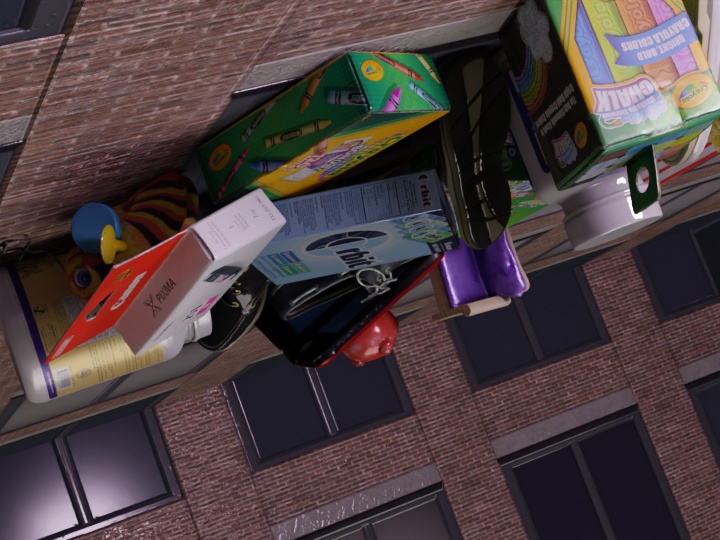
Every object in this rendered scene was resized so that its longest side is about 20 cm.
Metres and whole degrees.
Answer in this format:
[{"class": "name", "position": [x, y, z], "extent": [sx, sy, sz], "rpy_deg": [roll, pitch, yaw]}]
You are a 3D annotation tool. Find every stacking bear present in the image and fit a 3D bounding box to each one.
[{"class": "stacking bear", "position": [-0.013, 0.018, 1.696], "extent": [0.121, 0.200, 0.114], "rpy_deg": [-27, 170, 39]}]

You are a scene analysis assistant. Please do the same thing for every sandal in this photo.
[{"class": "sandal", "position": [0.099, -0.111, 1.283], "extent": [0.080, 0.201, 0.057], "rpy_deg": [-27, -142, -29]}]

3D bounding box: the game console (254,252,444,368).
[{"class": "game console", "position": [-0.031, 0.004, 1.547], "extent": [0.200, 0.119, 0.172], "rpy_deg": [-42, -170, -14]}]

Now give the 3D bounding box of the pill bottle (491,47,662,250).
[{"class": "pill bottle", "position": [0.208, -0.127, 1.284], "extent": [0.119, 0.200, 0.120], "rpy_deg": [-20, 173, -3]}]

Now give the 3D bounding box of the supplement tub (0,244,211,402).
[{"class": "supplement tub", "position": [-0.268, 0.040, 1.394], "extent": [0.200, 0.146, 0.145], "rpy_deg": [-19, 172, -17]}]

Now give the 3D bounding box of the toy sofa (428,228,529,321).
[{"class": "toy sofa", "position": [0.119, -0.046, 1.617], "extent": [0.097, 0.200, 0.083], "rpy_deg": [-19, 175, 44]}]

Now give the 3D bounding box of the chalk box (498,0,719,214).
[{"class": "chalk box", "position": [0.222, -0.151, 1.163], "extent": [0.124, 0.200, 0.125], "rpy_deg": [-19, 172, -13]}]

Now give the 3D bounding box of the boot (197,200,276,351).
[{"class": "boot", "position": [-0.148, 0.009, 1.466], "extent": [0.204, 0.073, 0.154], "rpy_deg": [-59, 168, 16]}]

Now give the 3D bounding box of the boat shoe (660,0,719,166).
[{"class": "boat shoe", "position": [0.308, -0.190, 1.214], "extent": [0.068, 0.200, 0.075], "rpy_deg": [-15, -147, -26]}]

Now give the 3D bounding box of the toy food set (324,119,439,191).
[{"class": "toy food set", "position": [0.034, -0.104, 1.481], "extent": [0.143, 0.061, 0.200], "rpy_deg": [-21, 168, -3]}]

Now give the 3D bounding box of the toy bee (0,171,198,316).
[{"class": "toy bee", "position": [-0.235, -0.009, 1.288], "extent": [0.200, 0.109, 0.131], "rpy_deg": [-25, 173, 30]}]

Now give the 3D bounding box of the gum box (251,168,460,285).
[{"class": "gum box", "position": [-0.010, -0.040, 1.334], "extent": [0.200, 0.045, 0.170], "rpy_deg": [-11, 166, 8]}]

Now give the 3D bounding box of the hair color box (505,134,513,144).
[{"class": "hair color box", "position": [0.153, -0.121, 1.697], "extent": [0.200, 0.061, 0.101], "rpy_deg": [-26, 171, 40]}]

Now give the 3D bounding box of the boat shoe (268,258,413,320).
[{"class": "boat shoe", "position": [0.000, 0.000, 1.450], "extent": [0.200, 0.062, 0.075], "rpy_deg": [-16, 163, -1]}]

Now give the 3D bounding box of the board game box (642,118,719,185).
[{"class": "board game box", "position": [0.312, -0.178, 1.379], "extent": [0.046, 0.152, 0.200], "rpy_deg": [-43, -176, -31]}]

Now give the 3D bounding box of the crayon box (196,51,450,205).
[{"class": "crayon box", "position": [-0.035, -0.124, 1.195], "extent": [0.200, 0.058, 0.119], "rpy_deg": [-27, 170, 38]}]

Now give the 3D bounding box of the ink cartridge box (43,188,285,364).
[{"class": "ink cartridge box", "position": [-0.177, 0.021, 1.211], "extent": [0.173, 0.044, 0.200], "rpy_deg": [-34, 173, -40]}]

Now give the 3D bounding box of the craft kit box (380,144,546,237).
[{"class": "craft kit box", "position": [0.109, -0.081, 1.437], "extent": [0.200, 0.049, 0.197], "rpy_deg": [-3, 168, -29]}]
